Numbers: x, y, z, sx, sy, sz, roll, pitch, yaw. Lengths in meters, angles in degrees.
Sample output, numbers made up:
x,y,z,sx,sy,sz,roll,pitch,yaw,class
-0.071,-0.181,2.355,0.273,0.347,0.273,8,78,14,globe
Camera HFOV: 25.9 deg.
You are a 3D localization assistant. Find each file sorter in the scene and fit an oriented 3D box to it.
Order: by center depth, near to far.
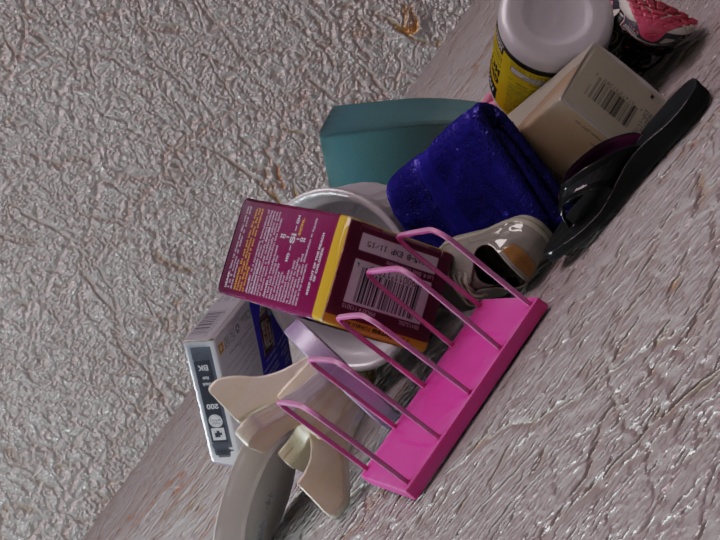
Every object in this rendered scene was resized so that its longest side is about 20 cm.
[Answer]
x,y,z,sx,sy,sz,roll,pitch,yaw,class
0.038,0.075,1.359,0.200,0.125,0.139,-54,11,-11,file sorter

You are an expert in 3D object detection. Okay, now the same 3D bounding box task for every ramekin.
x,y,z,sx,sy,sz,roll,pitch,yaw,class
0.000,0.000,1.693,0.201,0.201,0.098,-48,-13,33,ramekin

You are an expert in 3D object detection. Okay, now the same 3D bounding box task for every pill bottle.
x,y,z,sx,sy,sz,roll,pitch,yaw,class
0.187,-0.211,1.578,0.113,0.112,0.200,-55,-12,-17,pill bottle

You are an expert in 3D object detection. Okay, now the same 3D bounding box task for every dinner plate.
x,y,z,sx,sy,sz,roll,pitch,yaw,class
-0.103,0.236,1.640,0.200,0.024,0.201,18,-90,-74,dinner plate

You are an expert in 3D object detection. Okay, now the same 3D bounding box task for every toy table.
x,y,z,sx,sy,sz,roll,pitch,yaw,class
-0.050,0.134,1.510,0.117,0.184,0.200,-47,-33,-2,toy table

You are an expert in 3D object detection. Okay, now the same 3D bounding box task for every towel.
x,y,z,sx,sy,sz,roll,pitch,yaw,class
0.108,-0.064,1.516,0.050,0.148,0.200,-38,0,-33,towel

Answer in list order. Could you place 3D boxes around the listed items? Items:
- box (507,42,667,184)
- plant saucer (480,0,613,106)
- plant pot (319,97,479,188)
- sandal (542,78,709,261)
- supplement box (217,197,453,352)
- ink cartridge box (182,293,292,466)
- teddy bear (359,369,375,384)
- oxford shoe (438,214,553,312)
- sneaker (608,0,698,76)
x,y,z,sx,sy,sz,roll,pitch,yaw,class
0.194,-0.126,1.492,0.078,0.095,0.200,-57,7,-26,box
0.228,-0.230,1.792,0.200,0.051,0.201,-38,8,6,plant saucer
0.068,-0.132,1.876,0.199,0.142,0.141,-10,18,10,plant pot
0.218,-0.094,1.356,0.201,0.048,0.075,-50,8,17,sandal
-0.027,0.002,1.519,0.200,0.131,0.104,12,86,54,supplement box
-0.123,0.120,1.711,0.043,0.201,0.198,-4,23,18,ink cartridge box
-0.012,0.113,1.812,0.145,0.067,0.200,-61,13,7,teddy bear
0.110,0.003,1.483,0.058,0.075,0.200,-52,11,-29,oxford shoe
0.279,-0.229,1.544,0.200,0.080,0.075,-51,-15,-83,sneaker
